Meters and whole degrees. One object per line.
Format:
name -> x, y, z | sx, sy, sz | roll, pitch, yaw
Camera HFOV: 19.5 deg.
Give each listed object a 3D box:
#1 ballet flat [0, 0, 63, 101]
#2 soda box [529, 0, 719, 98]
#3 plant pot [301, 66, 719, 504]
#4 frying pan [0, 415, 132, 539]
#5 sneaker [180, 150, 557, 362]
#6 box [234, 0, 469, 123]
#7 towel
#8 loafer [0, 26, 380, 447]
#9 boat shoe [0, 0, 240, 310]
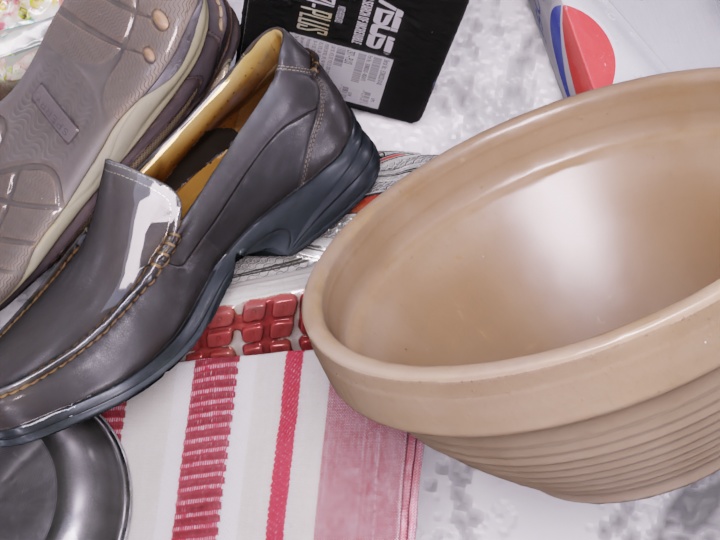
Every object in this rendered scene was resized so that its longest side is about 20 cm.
ballet flat -> -0.159, -0.084, 0.890 | 0.199, 0.076, 0.064 | -21, 44, -10
soda box -> 0.121, -0.085, 0.875 | 0.068, 0.063, 0.201 | -16, 74, -4
plant pot -> 0.087, 0.016, 0.728 | 0.200, 0.201, 0.093 | -26, 113, -7
frying pan -> -0.170, 0.124, 0.822 | 0.190, 0.031, 0.115 | -42, 54, 3
sneaker -> 0.000, 0.000, 0.863 | 0.199, 0.078, 0.082 | -18, 47, -1
box -> 0.014, -0.173, 0.835 | 0.086, 0.200, 0.164 | 14, 73, -2
towel -> -0.068, 0.104, 0.801 | 0.199, 0.023, 0.144 | -6, 65, 27
loafer -> -0.083, -0.014, 0.803 | 0.200, 0.072, 0.073 | -44, 37, -24
boat shoe -> -0.117, -0.040, 0.850 | 0.200, 0.073, 0.075 | -44, 63, 19
